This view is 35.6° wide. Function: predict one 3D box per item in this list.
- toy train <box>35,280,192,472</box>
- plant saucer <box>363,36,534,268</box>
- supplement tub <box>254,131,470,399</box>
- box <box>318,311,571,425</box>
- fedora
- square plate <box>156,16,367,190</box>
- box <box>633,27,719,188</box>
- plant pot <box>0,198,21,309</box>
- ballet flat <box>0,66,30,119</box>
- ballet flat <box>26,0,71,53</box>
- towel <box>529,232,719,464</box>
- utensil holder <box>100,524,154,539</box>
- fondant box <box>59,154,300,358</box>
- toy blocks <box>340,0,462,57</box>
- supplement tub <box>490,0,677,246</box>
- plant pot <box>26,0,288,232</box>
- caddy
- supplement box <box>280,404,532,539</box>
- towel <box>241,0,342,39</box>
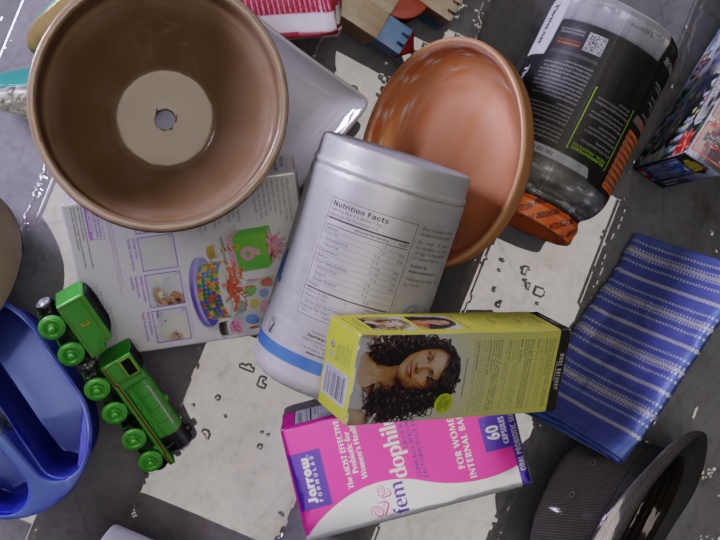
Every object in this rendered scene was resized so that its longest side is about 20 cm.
[{"bbox_3d":[-0.209,0.094,0.968,0.056,0.042,0.200,-30,120,-2],"label":"toy train"},{"bbox_3d":[0.077,-0.100,0.971,0.037,0.200,0.201,8,88,-41],"label":"plant saucer"},{"bbox_3d":[0.000,0.000,0.915,0.132,0.132,0.201,17,98,-2],"label":"supplement tub"},{"bbox_3d":[0.069,0.074,0.872,0.199,0.050,0.076,-1,107,-31],"label":"box"},{"bbox_3d":[0.214,0.209,0.985,0.090,0.177,0.200,28,68,30],"label":"fedora"},{"bbox_3d":[-0.129,-0.131,0.982,0.198,0.028,0.200,35,104,-18],"label":"square plate"},{"bbox_3d":[0.328,-0.170,0.992,0.040,0.137,0.200,32,87,-4],"label":"box"},{"bbox_3d":[-0.398,-0.026,0.908,0.200,0.135,0.201,-8,57,12],"label":"plant pot"},{"bbox_3d":[-0.238,-0.157,1.002,0.199,0.072,0.072,-12,89,-3],"label":"ballet flat"},{"bbox_3d":[-0.203,-0.238,0.998,0.200,0.069,0.063,-33,68,-3],"label":"ballet flat"},{"bbox_3d":[0.235,0.062,0.983,0.024,0.145,0.200,37,85,-29],"label":"towel"},{"bbox_3d":[-0.153,0.328,0.942,0.200,0.170,0.170,24,87,1],"label":"utensil holder"},{"bbox_3d":[-0.146,-0.013,0.981,0.199,0.058,0.145,-8,111,-2],"label":"fondant box"},{"bbox_3d":[0.040,-0.273,1.011,0.136,0.100,0.200,31,87,-13],"label":"toy blocks"},{"bbox_3d":[0.185,-0.131,0.991,0.122,0.123,0.200,28,87,-2],"label":"supplement tub"},{"bbox_3d":[-0.158,-0.129,0.898,0.200,0.093,0.202,0,88,-6],"label":"plant pot"},{"bbox_3d":[-0.315,0.115,0.967,0.141,0.105,0.200,-35,90,-2],"label":"caddy"},{"bbox_3d":[0.037,0.157,0.987,0.199,0.103,0.102,-15,90,-2],"label":"supplement box"},{"bbox_3d":[-0.092,-0.295,0.947,0.144,0.023,0.201,-1,107,13],"label":"towel"}]
